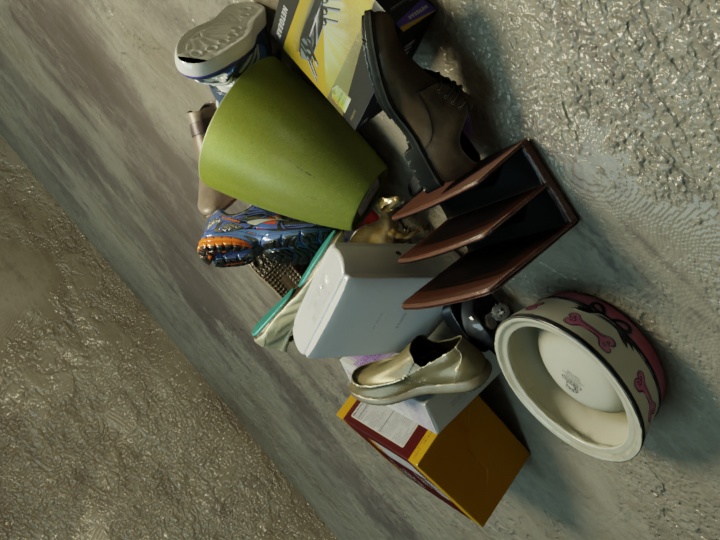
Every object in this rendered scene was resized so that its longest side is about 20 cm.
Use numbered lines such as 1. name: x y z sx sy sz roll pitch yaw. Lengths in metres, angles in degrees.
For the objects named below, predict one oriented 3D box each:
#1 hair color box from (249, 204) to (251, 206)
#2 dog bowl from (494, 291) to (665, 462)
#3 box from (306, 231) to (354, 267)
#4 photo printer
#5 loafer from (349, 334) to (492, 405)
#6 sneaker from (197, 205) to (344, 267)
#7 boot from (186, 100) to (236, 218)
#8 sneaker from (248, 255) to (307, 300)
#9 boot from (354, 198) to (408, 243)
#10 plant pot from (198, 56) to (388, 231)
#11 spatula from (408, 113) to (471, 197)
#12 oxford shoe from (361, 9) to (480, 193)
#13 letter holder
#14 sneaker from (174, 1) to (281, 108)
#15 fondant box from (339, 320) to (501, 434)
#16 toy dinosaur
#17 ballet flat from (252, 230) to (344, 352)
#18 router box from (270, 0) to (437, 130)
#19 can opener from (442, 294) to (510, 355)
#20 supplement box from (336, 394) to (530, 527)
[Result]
1. hair color box: -0.152 -0.162 1.262 0.100 0.060 0.201 29 148 45
2. dog bowl: 0.247 0.111 0.885 0.200 0.074 0.201 41 155 24
3. box: -0.051 -0.038 1.195 0.112 0.101 0.201 12 135 56
4. photo printer: 0.030 0.039 1.014 0.167 0.199 0.070 -61 42 38
5. loafer: 0.069 0.120 1.014 0.199 0.076 0.068 -14 111 27
6. sneaker: -0.120 -0.057 1.074 0.075 0.198 0.079 89 179 -62
7. boot: -0.244 -0.187 1.282 0.200 0.070 0.147 -93 -11 -65
8. sneaker: -0.109 0.005 1.149 0.201 0.070 0.076 57 179 13
9. boot: 0.000 0.000 1.101 0.072 0.144 0.201 15 136 58
10. plant pot: -0.071 -0.140 1.019 0.199 0.188 0.187 32 153 9
11. spatula: 0.084 -0.131 0.906 0.200 0.020 0.057 116 132 -68
12. oxford shoe: 0.063 -0.173 0.776 0.084 0.073 0.200 -19 130 20
13. letter holder: 0.103 -0.038 0.851 0.101 0.142 0.200 55 157 -8
14. sneaker: -0.165 -0.239 1.007 0.080 0.201 0.147 10 128 10
15. fondant box: 0.085 0.131 1.128 0.199 0.144 0.059 18 141 53
16. toy dinosaur: 0.027 -0.030 1.043 0.058 0.100 0.201 62 141 40
17. ballet flat: -0.066 0.034 1.057 0.070 0.069 0.200 46 113 13
18. router box: -0.016 -0.267 0.859 0.157 0.052 0.200 49 157 5
19. can opener: 0.191 0.100 0.999 0.200 0.063 0.079 45 161 -9
20. supplement box: 0.109 0.248 1.207 0.199 0.133 0.197 20 158 52
